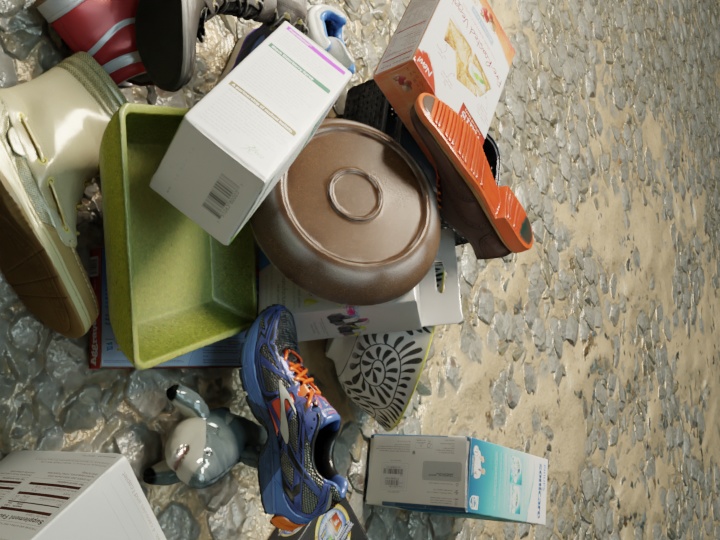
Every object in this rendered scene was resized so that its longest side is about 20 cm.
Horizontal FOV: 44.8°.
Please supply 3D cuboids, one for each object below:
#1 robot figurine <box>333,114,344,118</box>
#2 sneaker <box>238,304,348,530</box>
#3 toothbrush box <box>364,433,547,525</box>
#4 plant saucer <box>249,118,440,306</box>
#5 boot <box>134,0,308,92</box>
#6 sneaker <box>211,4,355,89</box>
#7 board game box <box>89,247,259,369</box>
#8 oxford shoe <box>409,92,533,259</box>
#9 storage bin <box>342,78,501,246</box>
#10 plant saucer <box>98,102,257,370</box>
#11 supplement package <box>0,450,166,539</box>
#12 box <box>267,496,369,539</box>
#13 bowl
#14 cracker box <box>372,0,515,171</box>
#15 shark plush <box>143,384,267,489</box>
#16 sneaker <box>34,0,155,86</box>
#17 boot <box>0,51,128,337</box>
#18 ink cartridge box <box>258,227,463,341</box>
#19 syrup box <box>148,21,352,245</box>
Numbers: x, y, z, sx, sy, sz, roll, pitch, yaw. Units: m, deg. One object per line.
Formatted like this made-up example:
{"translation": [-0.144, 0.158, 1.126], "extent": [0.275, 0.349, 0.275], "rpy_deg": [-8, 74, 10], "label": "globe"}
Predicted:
{"translation": [-0.011, -0.114, 1.025], "extent": [0.199, 0.057, 0.147], "rpy_deg": [-35, 111, -50], "label": "robot figurine"}
{"translation": [-0.054, 0.128, 0.799], "extent": [0.075, 0.077, 0.204], "rpy_deg": [10, 65, -63], "label": "sneaker"}
{"translation": [0.121, 0.256, 1.067], "extent": [0.199, 0.145, 0.087], "rpy_deg": [25, 66, -49], "label": "toothbrush box"}
{"translation": [-0.009, -0.065, 0.829], "extent": [0.197, 0.032, 0.203], "rpy_deg": [9, 63, -18], "label": "plant saucer"}
{"translation": [-0.111, -0.243, 0.785], "extent": [0.173, 0.069, 0.204], "rpy_deg": [9, 77, -47], "label": "boot"}
{"translation": [-0.076, -0.181, 0.877], "extent": [0.080, 0.145, 0.203], "rpy_deg": [38, 55, -42], "label": "sneaker"}
{"translation": [-0.167, 0.040, 0.825], "extent": [0.199, 0.019, 0.105], "rpy_deg": [8, 79, -52], "label": "board game box"}
{"translation": [0.098, -0.086, 0.883], "extent": [0.201, 0.072, 0.072], "rpy_deg": [53, 35, -23], "label": "oxford shoe"}
{"translation": [0.072, -0.124, 1.009], "extent": [0.199, 0.093, 0.137], "rpy_deg": [34, 55, -41], "label": "storage bin"}
{"translation": [-0.159, -0.035, 0.751], "extent": [0.200, 0.047, 0.204], "rpy_deg": [-19, 108, -68], "label": "plant saucer"}
{"translation": [-0.232, 0.263, 0.597], "extent": [0.200, 0.145, 0.194], "rpy_deg": [-44, 118, -48], "label": "supplement package"}
{"translation": [-0.054, 0.347, 0.902], "extent": [0.200, 0.044, 0.162], "rpy_deg": [-50, 123, -45], "label": "box"}
{"translation": [0.017, 0.067, 0.973], "extent": [0.093, 0.201, 0.204], "rpy_deg": [18, 63, -4], "label": "bowl"}
{"translation": [0.097, -0.225, 0.948], "extent": [0.134, 0.057, 0.202], "rpy_deg": [50, 45, -31], "label": "cracker box"}
{"translation": [-0.118, 0.175, 0.817], "extent": [0.200, 0.082, 0.092], "rpy_deg": [35, 76, -60], "label": "shark plush"}
{"translation": [-0.191, -0.243, 0.798], "extent": [0.201, 0.071, 0.113], "rpy_deg": [-51, 119, -35], "label": "sneaker"}
{"translation": [-0.234, -0.065, 0.715], "extent": [0.155, 0.072, 0.202], "rpy_deg": [-45, 117, -48], "label": "boot"}
{"translation": [0.000, 0.000, 0.884], "extent": [0.068, 0.196, 0.117], "rpy_deg": [72, 13, -61], "label": "ink cartridge box"}
{"translation": [-0.084, -0.120, 0.727], "extent": [0.081, 0.079, 0.201], "rpy_deg": [37, 40, -5], "label": "syrup box"}
